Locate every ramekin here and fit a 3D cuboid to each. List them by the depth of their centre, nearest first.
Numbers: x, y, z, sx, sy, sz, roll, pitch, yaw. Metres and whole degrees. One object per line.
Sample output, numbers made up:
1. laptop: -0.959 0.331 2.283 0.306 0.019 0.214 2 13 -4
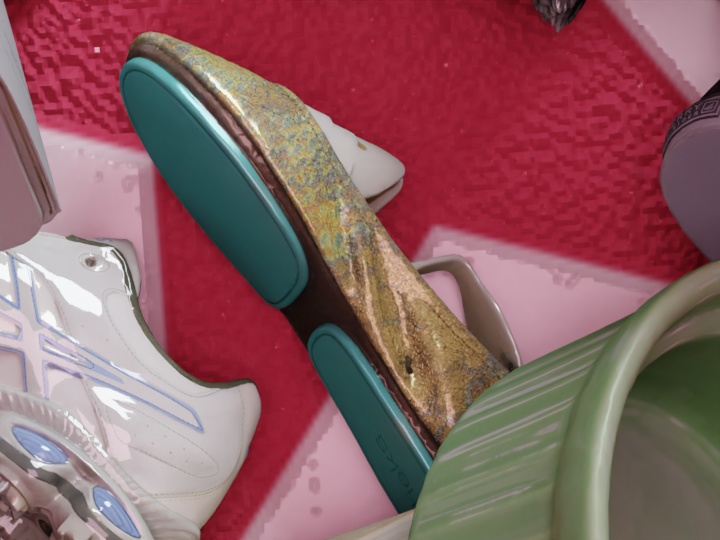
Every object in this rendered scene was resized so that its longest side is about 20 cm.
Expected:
1. ramekin: 0.107 0.103 0.769 0.199 0.098 0.201 15 66 -36

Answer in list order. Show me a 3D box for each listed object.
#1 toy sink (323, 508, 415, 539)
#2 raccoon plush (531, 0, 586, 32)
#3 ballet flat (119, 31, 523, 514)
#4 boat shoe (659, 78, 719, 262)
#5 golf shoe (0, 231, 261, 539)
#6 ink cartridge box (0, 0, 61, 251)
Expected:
1. toy sink: -0.010 0.188 0.770 0.112 0.130 0.201 -21 87 27
2. raccoon plush: 0.047 -0.173 0.826 0.134 0.097 0.200 32 87 5
3. ballet flat: 0.000 0.000 0.835 0.071 0.071 0.200 -35 88 -3
4. boat shoe: 0.174 0.015 0.833 0.200 0.069 0.057 51 43 -11
5. golf shoe: -0.121 0.014 0.834 0.200 0.078 0.097 43 66 -1
6. ink cartridge box: -0.186 -0.090 0.779 0.145 0.088 0.201 -18 61 -2
